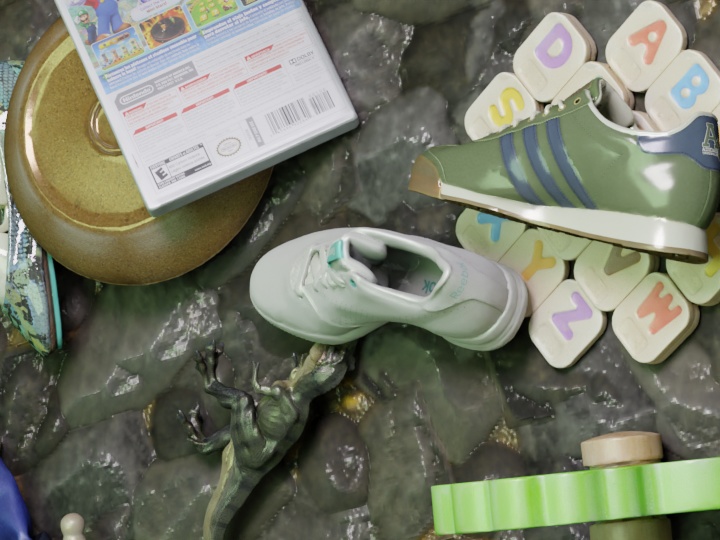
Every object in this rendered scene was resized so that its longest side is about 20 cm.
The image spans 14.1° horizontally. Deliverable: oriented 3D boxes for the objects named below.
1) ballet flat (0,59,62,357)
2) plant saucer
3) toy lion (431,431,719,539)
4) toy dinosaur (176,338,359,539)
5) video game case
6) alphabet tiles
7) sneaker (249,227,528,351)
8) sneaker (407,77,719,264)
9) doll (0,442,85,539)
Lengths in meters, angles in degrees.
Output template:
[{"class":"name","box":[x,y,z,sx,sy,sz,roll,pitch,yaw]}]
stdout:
[{"class":"ballet flat","box":[-0.238,-0.040,1.940,0.074,0.074,0.201,-15,75,36]},{"class":"plant saucer","box":[-0.149,-0.092,1.863,0.199,0.035,0.202,-3,81,22]},{"class":"toy lion","box":[0.146,0.119,1.569,0.199,0.191,0.069,-9,84,36]},{"class":"toy dinosaur","box":[-0.075,0.100,1.833,0.088,0.047,0.201,41,116,23]},{"class":"video game case","box":[-0.105,-0.148,1.826,0.143,0.018,0.201,-24,71,-3]},{"class":"alphabet tiles","box":[0.141,-0.049,1.688,0.196,0.015,0.200,-48,62,26]},{"class":"sneaker","box":[0.000,0.000,1.738,0.199,0.088,0.076,3,73,39]},{"class":"sneaker","box":[0.122,-0.066,1.657,0.199,0.067,0.090,15,90,37]},{"class":"doll","box":[-0.222,0.204,1.939,0.137,0.048,0.200,-47,63,28]}]
